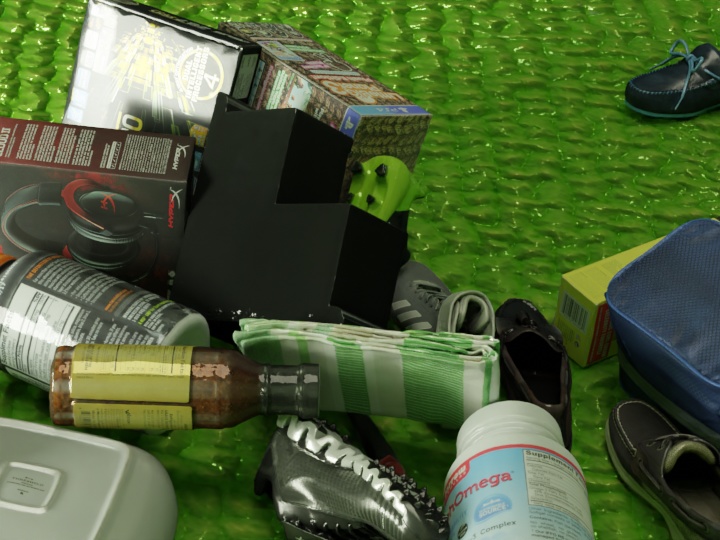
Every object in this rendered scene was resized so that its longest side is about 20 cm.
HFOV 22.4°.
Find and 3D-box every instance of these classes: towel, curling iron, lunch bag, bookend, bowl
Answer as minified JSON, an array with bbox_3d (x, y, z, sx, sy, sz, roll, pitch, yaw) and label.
[{"bbox_3d":[0.009,0.083,1.393,0.198,0.153,0.024,4,63,8],"label":"towel"},{"bbox_3d":[0.016,0.160,1.413,0.049,0.026,0.200,-1,36,-15],"label":"curling iron"},{"bbox_3d":[0.306,0.072,1.492,0.135,0.133,0.200,-33,46,-15],"label":"lunch bag"},{"bbox_3d":[-0.041,-0.041,1.473,0.198,0.201,0.092,0,-17,41],"label":"bookend"},{"bbox_3d":[-0.239,0.181,1.304,0.199,0.075,0.200,12,37,5],"label":"bowl"}]

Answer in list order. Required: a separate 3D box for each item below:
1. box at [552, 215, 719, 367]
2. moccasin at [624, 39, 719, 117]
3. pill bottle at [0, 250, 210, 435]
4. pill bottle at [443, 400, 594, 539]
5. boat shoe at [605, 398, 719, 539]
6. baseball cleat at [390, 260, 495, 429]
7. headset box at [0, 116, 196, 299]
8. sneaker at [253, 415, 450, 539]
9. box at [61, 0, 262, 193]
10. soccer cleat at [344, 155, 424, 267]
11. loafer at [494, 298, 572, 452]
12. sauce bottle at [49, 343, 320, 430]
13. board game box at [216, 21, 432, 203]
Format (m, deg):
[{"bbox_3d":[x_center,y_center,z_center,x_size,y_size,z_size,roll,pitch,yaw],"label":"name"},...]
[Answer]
[{"bbox_3d":[0.261,0.017,1.614,0.199,0.076,0.050,-18,42,-32],"label":"box"},{"bbox_3d":[0.369,-0.218,1.960,0.199,0.069,0.080,-17,42,-29],"label":"moccasin"},{"bbox_3d":[-0.229,0.049,1.458,0.199,0.107,0.106,22,38,19],"label":"pill bottle"},{"bbox_3d":[0.115,0.190,1.319,0.108,0.109,0.201,4,35,-4],"label":"pill bottle"},{"bbox_3d":[0.253,0.160,1.421,0.071,0.065,0.200,-6,37,-15],"label":"boat shoe"},{"bbox_3d":[0.075,0.039,1.524,0.069,0.107,0.201,6,38,-23],"label":"baseball cleat"},{"bbox_3d":[-0.245,-0.044,1.548,0.198,0.149,0.075,6,35,-2],"label":"headset box"},{"bbox_3d":[-0.012,0.175,1.340,0.066,0.091,0.200,31,0,-44],"label":"sneaker"},{"bbox_3d":[-0.188,-0.131,1.635,0.160,0.201,0.049,22,17,20],"label":"box"},{"bbox_3d":[0.000,0.000,1.549,0.067,0.081,0.201,15,76,42],"label":"soccer cleat"},{"bbox_3d":[0.148,0.080,1.515,0.071,0.063,0.201,3,36,-5],"label":"loafer"},{"bbox_3d":[-0.129,0.089,1.349,0.198,0.066,0.066,3,36,-3],"label":"sauce bottle"},{"bbox_3d":[-0.056,-0.113,1.650,0.096,0.160,0.200,-7,34,-47],"label":"board game box"}]
